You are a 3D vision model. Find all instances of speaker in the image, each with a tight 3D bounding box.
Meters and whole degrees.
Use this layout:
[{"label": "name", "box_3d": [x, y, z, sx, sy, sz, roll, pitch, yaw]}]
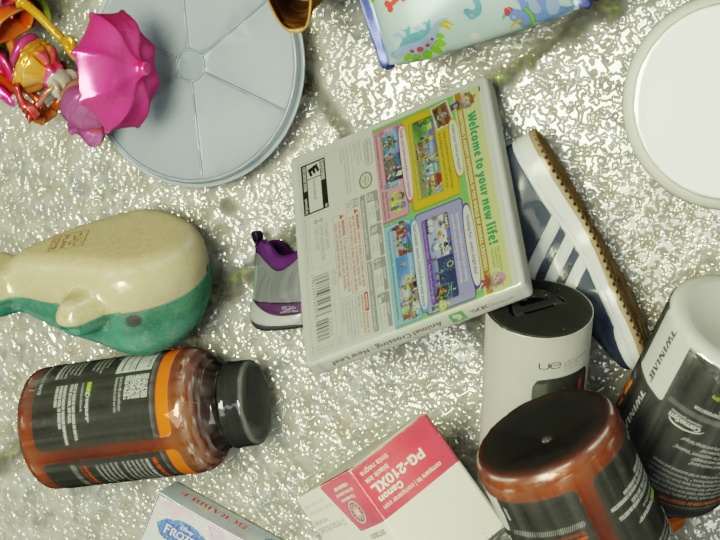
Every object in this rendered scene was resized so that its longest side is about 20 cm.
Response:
[{"label": "speaker", "box_3d": [0.130, 0.109, 1.062, 0.081, 0.081, 0.201, 9, 122, 14]}]

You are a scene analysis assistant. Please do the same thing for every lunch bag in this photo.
[{"label": "lunch bag", "box_3d": [0.073, -0.272, 1.045, 0.169, 0.127, 0.201, -15, 102, 17]}]

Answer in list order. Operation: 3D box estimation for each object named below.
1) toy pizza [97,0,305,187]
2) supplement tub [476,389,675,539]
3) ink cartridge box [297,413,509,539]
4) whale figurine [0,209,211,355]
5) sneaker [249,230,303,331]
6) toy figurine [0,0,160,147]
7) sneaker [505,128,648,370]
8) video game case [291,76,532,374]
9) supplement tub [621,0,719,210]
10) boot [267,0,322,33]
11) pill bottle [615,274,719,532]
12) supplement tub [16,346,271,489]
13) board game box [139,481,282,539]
[{"label": "toy pizza", "box_3d": [-0.135, -0.170, 1.163, 0.199, 0.032, 0.202, 2, 95, 19]}, {"label": "supplement tub", "box_3d": [0.164, 0.192, 0.981, 0.106, 0.107, 0.201, -20, 111, 17]}, {"label": "ink cartridge box", "box_3d": [0.055, 0.228, 1.094, 0.084, 0.145, 0.201, -34, 86, -25]}, {"label": "whale figurine", "box_3d": [-0.220, 0.020, 1.157, 0.198, 0.159, 0.104, -7, 118, 4]}, {"label": "sneaker", "box_3d": [0.000, 0.000, 1.128, 0.198, 0.074, 0.088, -4, 91, 17]}, {"label": "toy figurine", "box_3d": [-0.249, -0.168, 1.131, 0.184, 0.150, 0.201, 39, 133, 13]}, {"label": "sneaker", "box_3d": [0.139, 0.003, 1.088, 0.108, 0.070, 0.201, -29, 85, 16]}, {"label": "video game case", "box_3d": [0.033, -0.036, 1.074, 0.181, 0.022, 0.201, -21, 52, 21]}, {"label": "supplement tub", "box_3d": [0.258, -0.117, 0.972, 0.144, 0.200, 0.147, 2, 97, 15]}, {"label": "boot", "box_3d": [-0.054, -0.290, 1.041, 0.070, 0.144, 0.203, -8, 116, 7]}, {"label": "pill bottle", "box_3d": [0.241, 0.109, 1.028, 0.106, 0.106, 0.201, 27, 131, 11]}, {"label": "supplement tub", "box_3d": [-0.178, 0.122, 1.173, 0.198, 0.107, 0.108, -8, 94, 16]}, {"label": "board game box", "box_3d": [-0.119, 0.318, 1.213, 0.199, 0.041, 0.201, 27, 103, 11]}]
